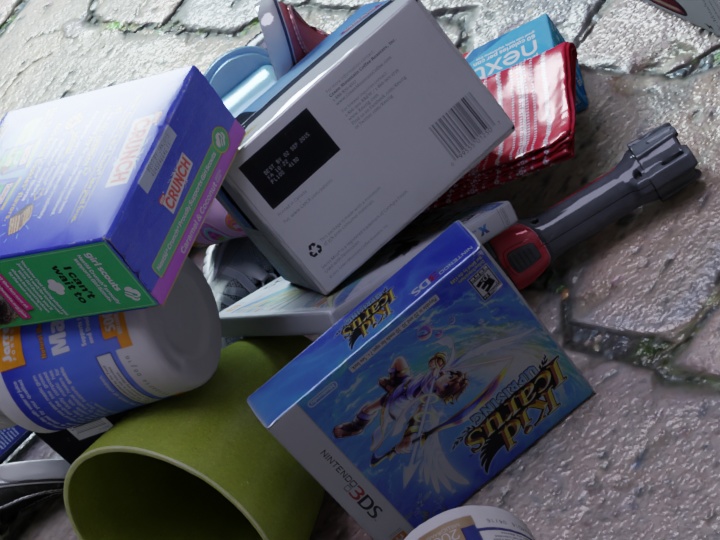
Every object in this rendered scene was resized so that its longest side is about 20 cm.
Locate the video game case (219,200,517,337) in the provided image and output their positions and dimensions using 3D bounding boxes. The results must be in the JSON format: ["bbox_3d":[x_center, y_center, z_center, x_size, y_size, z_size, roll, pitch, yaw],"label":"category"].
[{"bbox_3d":[0.000,0.000,1.647,0.182,0.022,0.200,-32,13,-27],"label":"video game case"}]

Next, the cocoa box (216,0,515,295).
[{"bbox_3d":[-0.010,-0.097,1.619,0.200,0.133,0.131,-42,14,-9],"label":"cocoa box"}]

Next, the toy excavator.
[{"bbox_3d":[-0.065,-0.110,1.875,0.100,0.195,0.200,-38,10,2],"label":"toy excavator"}]

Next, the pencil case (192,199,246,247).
[{"bbox_3d":[-0.087,-0.076,1.778,0.200,0.087,0.088,-14,43,47],"label":"pencil case"}]

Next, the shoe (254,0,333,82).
[{"bbox_3d":[-0.022,-0.175,1.737,0.091,0.200,0.072,-18,66,6],"label":"shoe"}]

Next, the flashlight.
[{"bbox_3d":[0.169,-0.046,1.666,0.200,0.068,0.068,-32,64,5],"label":"flashlight"}]

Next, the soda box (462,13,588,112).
[{"bbox_3d":[0.091,-0.138,1.816,0.200,0.064,0.068,-25,41,18],"label":"soda box"}]

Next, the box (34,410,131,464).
[{"bbox_3d":[-0.225,0.049,1.785,0.104,0.200,0.182,-20,43,26],"label":"box"}]

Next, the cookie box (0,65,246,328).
[{"bbox_3d":[-0.203,-0.049,1.528,0.200,0.075,0.171,-9,44,38],"label":"cookie box"}]

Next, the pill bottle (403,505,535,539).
[{"bbox_3d":[0.095,0.257,1.387,0.111,0.111,0.200,-35,38,6],"label":"pill bottle"}]

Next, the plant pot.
[{"bbox_3d":[-0.097,0.140,1.626,0.187,0.187,0.200,-5,35,36],"label":"plant pot"}]

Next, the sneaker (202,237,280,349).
[{"bbox_3d":[-0.094,0.029,1.795,0.082,0.075,0.200,-25,40,22],"label":"sneaker"}]

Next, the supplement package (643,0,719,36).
[{"bbox_3d":[0.285,-0.279,1.752,0.110,0.114,0.200,-44,37,-7],"label":"supplement package"}]

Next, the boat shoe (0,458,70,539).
[{"bbox_3d":[-0.330,0.210,1.832,0.200,0.071,0.064,-17,76,15],"label":"boat shoe"}]

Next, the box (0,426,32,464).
[{"bbox_3d":[-0.332,0.097,1.903,0.200,0.121,0.032,-45,-5,-7],"label":"box"}]

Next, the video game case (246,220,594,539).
[{"bbox_3d":[0.047,0.091,1.533,0.200,0.181,0.045,-40,39,1],"label":"video game case"}]

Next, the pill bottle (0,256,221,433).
[{"bbox_3d":[-0.213,0.058,1.579,0.200,0.112,0.112,-18,43,27],"label":"pill bottle"}]

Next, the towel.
[{"bbox_3d":[0.087,-0.109,1.712,0.200,0.022,0.145,-21,35,22],"label":"towel"}]
